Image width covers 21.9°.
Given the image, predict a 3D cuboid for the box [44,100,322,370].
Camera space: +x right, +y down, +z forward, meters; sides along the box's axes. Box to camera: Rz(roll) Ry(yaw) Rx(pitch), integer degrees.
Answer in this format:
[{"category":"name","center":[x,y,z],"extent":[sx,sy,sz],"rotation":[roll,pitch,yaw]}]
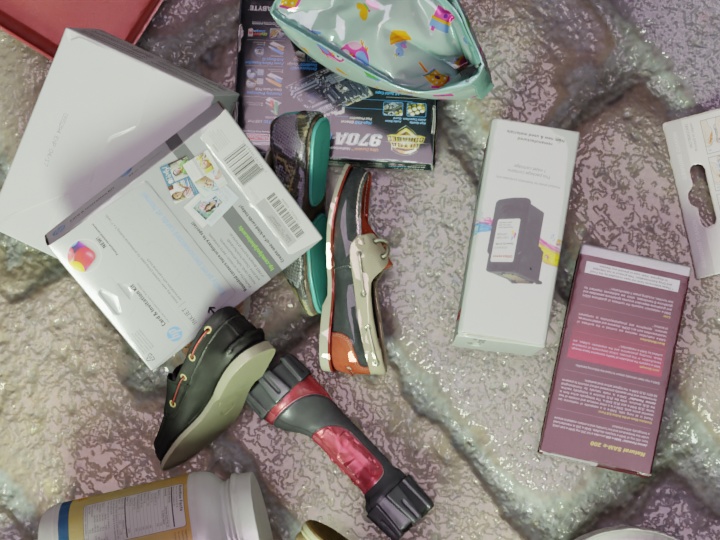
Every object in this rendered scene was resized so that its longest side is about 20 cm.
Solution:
[{"category":"box","center":[-0.158,-0.030,1.680],"extent":[0.200,0.041,0.156],"rotation":[-39,112,-2]}]

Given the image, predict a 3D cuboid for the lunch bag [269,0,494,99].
[{"category":"lunch bag","center":[0.033,-0.220,1.692],"extent":[0.199,0.170,0.122],"rotation":[28,92,5]}]

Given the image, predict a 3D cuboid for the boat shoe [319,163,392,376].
[{"category":"boat shoe","center":[0.000,0.000,1.763],"extent":[0.062,0.071,0.201],"rotation":[3,88,15]}]

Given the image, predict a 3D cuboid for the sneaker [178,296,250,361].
[{"category":"sneaker","center":[-0.131,-0.008,1.778],"extent":[0.071,0.080,0.201],"rotation":[13,105,-1]}]

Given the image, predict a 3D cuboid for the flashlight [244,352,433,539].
[{"category":"flashlight","center":[-0.021,0.169,1.749],"extent":[0.068,0.068,0.200],"rotation":[-43,83,-3]}]

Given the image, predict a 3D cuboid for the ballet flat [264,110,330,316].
[{"category":"ballet flat","center":[-0.062,-0.056,1.761],"extent":[0.072,0.072,0.201],"rotation":[1,110,3]}]

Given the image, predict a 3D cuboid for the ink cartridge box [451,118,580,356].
[{"category":"ink cartridge box","center":[0.142,-0.026,1.724],"extent":[0.082,0.146,0.201],"rotation":[9,85,2]}]

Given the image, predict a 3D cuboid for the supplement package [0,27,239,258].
[{"category":"supplement package","center":[-0.230,-0.106,1.747],"extent":[0.155,0.111,0.201],"rotation":[25,100,5]}]

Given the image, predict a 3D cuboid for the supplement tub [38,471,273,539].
[{"category":"supplement tub","center":[-0.183,0.266,1.707],"extent":[0.199,0.145,0.145],"rotation":[-13,83,1]}]

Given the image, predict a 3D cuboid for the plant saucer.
[{"category":"plant saucer","center":[-0.278,-0.306,1.831],"extent":[0.199,0.037,0.201],"rotation":[32,87,6]}]

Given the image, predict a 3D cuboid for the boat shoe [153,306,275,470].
[{"category":"boat shoe","center":[-0.145,0.112,1.723],"extent":[0.074,0.202,0.063],"rotation":[-24,66,-44]}]

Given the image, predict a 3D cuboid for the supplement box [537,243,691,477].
[{"category":"supplement box","center":[0.238,0.085,1.749],"extent":[0.108,0.061,0.201],"rotation":[13,83,5]}]

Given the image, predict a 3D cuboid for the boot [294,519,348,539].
[{"category":"boot","center":[-0.037,0.330,1.690],"extent":[0.154,0.072,0.200],"rotation":[-39,125,1]}]

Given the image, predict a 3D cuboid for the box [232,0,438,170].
[{"category":"box","center":[-0.022,-0.182,1.799],"extent":[0.199,0.046,0.160],"rotation":[2,84,3]}]

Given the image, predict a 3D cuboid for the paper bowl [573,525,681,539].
[{"category":"paper bowl","center":[0.248,0.336,1.700],"extent":[0.200,0.104,0.202],"rotation":[0,85,3]}]

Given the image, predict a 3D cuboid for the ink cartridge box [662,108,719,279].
[{"category":"ink cartridge box","center":[0.406,-0.088,1.777],"extent":[0.199,0.050,0.162],"rotation":[-14,81,21]}]
